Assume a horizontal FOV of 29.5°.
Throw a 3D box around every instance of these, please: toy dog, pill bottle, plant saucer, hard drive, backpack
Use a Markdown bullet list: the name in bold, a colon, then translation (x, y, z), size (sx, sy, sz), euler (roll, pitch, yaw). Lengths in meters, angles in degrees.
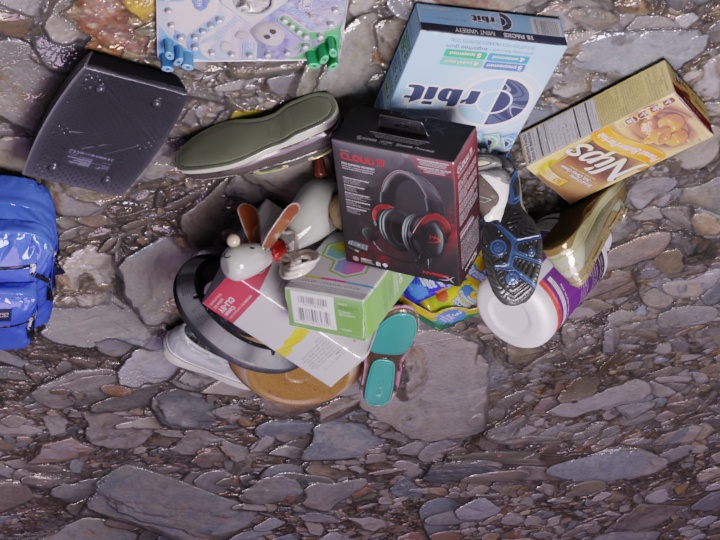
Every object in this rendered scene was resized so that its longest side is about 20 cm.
- **toy dog**: translation (-0.082, -0.070, 1.629), size (0.132, 0.200, 0.097), euler (-5, 113, 35)
- **pill bottle**: translation (0.242, 0.002, 1.754), size (0.112, 0.200, 0.113), euler (25, 138, 26)
- **plant saucer**: translation (-0.088, 0.133, 1.915), size (0.200, 0.036, 0.200), euler (-1, 137, -1)
- **hard drive**: translation (-0.287, -0.163, 1.528), size (0.135, 0.042, 0.200), euler (12, 143, -28)
- **backpack**: translation (-0.431, -0.012, 1.623), size (0.162, 0.168, 0.200), euler (-3, 144, -19)

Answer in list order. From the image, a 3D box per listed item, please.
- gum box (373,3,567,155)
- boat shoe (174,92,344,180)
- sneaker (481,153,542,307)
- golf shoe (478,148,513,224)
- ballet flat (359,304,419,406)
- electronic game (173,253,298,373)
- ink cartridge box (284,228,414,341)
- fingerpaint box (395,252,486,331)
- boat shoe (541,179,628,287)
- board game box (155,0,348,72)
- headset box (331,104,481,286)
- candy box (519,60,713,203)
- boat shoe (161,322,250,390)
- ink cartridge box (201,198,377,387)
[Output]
- **gum box**: translation (0.116, -0.209, 1.540), size (0.169, 0.045, 0.200), euler (3, 146, -16)
- **boat shoe**: translation (-0.112, -0.140, 1.573), size (0.201, 0.072, 0.061), euler (-17, 143, 10)
- **sneaker**: translation (0.179, -0.048, 1.669), size (0.075, 0.201, 0.077), euler (-7, 159, 4)
- **golf shoe**: translation (0.094, -0.086, 1.639), size (0.078, 0.095, 0.200), euler (8, 170, -41)
- **ballet flat**: translation (0.036, 0.100, 1.870), size (0.069, 0.071, 0.200), euler (7, 134, -5)
- **electronic game**: translation (-0.148, 0.053, 1.750), size (0.200, 0.200, 0.042), euler (15, 128, -31)
- **ink cartridge box**: translation (0.000, 0.000, 1.650), size (0.104, 0.200, 0.059), euler (10, 125, 23)
- **fingerpaint box**: translation (0.112, -0.009, 1.823), size (0.167, 0.074, 0.200), euler (-27, 143, 27)
- **boat shoe**: translation (0.287, -0.053, 1.694), size (0.073, 0.201, 0.063), euler (-24, 105, 37)
- **board game box**: translation (-0.109, -0.277, 1.404), size (0.199, 0.026, 0.200), euler (-2, 147, -9)
- **headset box**: translation (0.054, -0.092, 1.543), size (0.148, 0.075, 0.200), euler (13, 135, 20)
- **candy box**: translation (0.306, -0.163, 1.642), size (0.200, 0.055, 0.115), euler (-27, 144, 27)
- **boat shoe**: translation (-0.183, 0.119, 1.963), size (0.200, 0.070, 0.071), euler (17, 143, -30)
- **ink cartridge box**: translation (-0.077, 0.029, 1.711), size (0.200, 0.145, 0.083), euler (34, 133, -12)
